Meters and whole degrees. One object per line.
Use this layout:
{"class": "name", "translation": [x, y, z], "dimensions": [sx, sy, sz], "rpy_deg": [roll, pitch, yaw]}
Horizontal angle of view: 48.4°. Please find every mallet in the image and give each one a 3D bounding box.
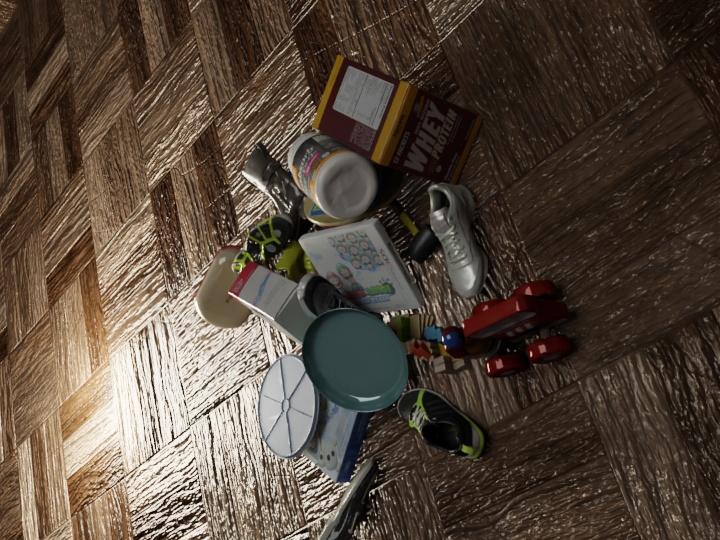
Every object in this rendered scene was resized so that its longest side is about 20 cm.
{"class": "mallet", "translation": [0.075, -0.088, 1.462], "dimensions": [0.066, 0.041, 0.200], "rpy_deg": [-59, 43, 17]}

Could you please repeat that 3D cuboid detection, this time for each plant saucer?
{"class": "plant saucer", "translation": [-0.008, 0.153, 1.397], "dimensions": [0.197, 0.027, 0.203], "rpy_deg": [8, 114, 18]}

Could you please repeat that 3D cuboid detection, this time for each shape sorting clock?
{"class": "shape sorting clock", "translation": [-0.012, -0.143, 1.482], "dimensions": [0.197, 0.040, 0.201], "rpy_deg": [-20, 31, 12]}

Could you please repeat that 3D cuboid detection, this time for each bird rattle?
{"class": "bird rattle", "translation": [-0.057, -0.033, 1.569], "dimensions": [0.200, 0.112, 0.164], "rpy_deg": [-41, 70, 22]}

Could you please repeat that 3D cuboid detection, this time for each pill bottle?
{"class": "pill bottle", "translation": [-0.055, -0.174, 1.409], "dimensions": [0.200, 0.115, 0.118], "rpy_deg": [44, 115, 58]}

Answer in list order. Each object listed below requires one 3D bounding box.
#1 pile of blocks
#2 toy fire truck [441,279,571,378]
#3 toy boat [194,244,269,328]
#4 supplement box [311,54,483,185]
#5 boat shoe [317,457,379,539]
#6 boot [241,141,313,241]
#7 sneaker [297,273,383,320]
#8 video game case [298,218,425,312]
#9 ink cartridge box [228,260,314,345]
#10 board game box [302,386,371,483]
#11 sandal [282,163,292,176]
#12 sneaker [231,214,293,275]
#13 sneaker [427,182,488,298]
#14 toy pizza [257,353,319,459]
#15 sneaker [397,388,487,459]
{"class": "pile of blocks", "translation": [0.103, 0.117, 1.373], "dimensions": [0.199, 0.062, 0.084], "rpy_deg": [19, 97, 46]}
{"class": "toy fire truck", "translation": [0.207, 0.086, 1.193], "dimensions": [0.199, 0.166, 0.114], "rpy_deg": [-28, 63, 39]}
{"class": "toy boat", "translation": [-0.286, 0.026, 1.777], "dimensions": [0.202, 0.129, 0.131], "rpy_deg": [-58, 18, 21]}
{"class": "supplement box", "translation": [0.063, -0.257, 1.385], "dimensions": [0.199, 0.195, 0.135], "rpy_deg": [35, 108, 44]}
{"class": "boat shoe", "translation": [-0.013, 0.434, 1.438], "dimensions": [0.060, 0.074, 0.202], "rpy_deg": [31, 90, 3]}
{"class": "boot", "translation": [-0.169, -0.151, 1.619], "dimensions": [0.173, 0.069, 0.201], "rpy_deg": [37, 140, 7]}
{"class": "sneaker", "translation": [-0.025, 0.076, 1.434], "dimensions": [0.113, 0.200, 0.076], "rpy_deg": [11, 62, 40]}
{"class": "video game case", "translation": [0.000, 0.000, 1.446], "dimensions": [0.198, 0.024, 0.183], "rpy_deg": [-9, 121, 45]}
{"class": "ink cartridge box", "translation": [-0.146, 0.072, 1.555], "dimensions": [0.086, 0.147, 0.199], "rpy_deg": [-53, 35, -8]}
{"class": "board game box", "translation": [-0.062, 0.265, 1.532], "dimensions": [0.198, 0.043, 0.203], "rpy_deg": [27, 103, 46]}
{"class": "sandal", "translation": [-0.105, -0.177, 1.630], "dimensions": [0.198, 0.086, 0.081], "rpy_deg": [10, 87, 45]}
{"class": "sneaker", "translation": [-0.198, -0.062, 1.618], "dimensions": [0.200, 0.075, 0.077], "rpy_deg": [-39, 24, 43]}
{"class": "sneaker", "translation": [0.151, -0.051, 1.328], "dimensions": [0.074, 0.099, 0.203], "rpy_deg": [-25, 67, 38]}
{"class": "toy pizza", "translation": [-0.135, 0.264, 1.559], "dimensions": [0.199, 0.031, 0.204], "rpy_deg": [-14, 71, 48]}
{"class": "sneaker", "translation": [0.122, 0.246, 1.315], "dimensions": [0.199, 0.082, 0.073], "rpy_deg": [21, 97, 46]}
